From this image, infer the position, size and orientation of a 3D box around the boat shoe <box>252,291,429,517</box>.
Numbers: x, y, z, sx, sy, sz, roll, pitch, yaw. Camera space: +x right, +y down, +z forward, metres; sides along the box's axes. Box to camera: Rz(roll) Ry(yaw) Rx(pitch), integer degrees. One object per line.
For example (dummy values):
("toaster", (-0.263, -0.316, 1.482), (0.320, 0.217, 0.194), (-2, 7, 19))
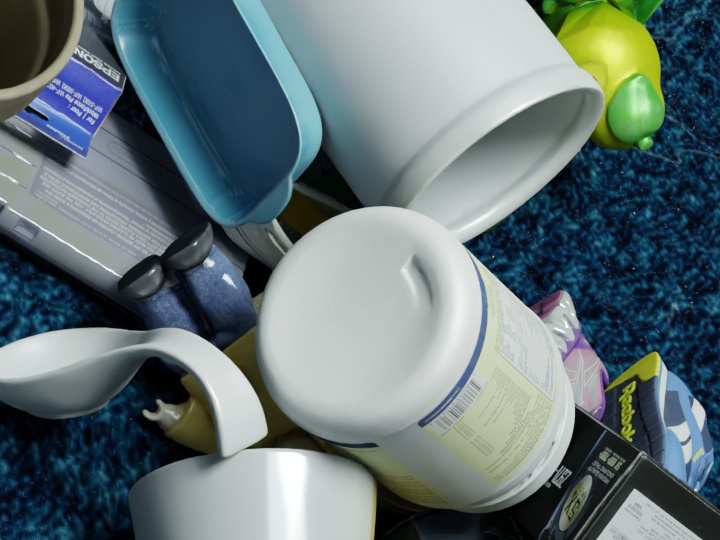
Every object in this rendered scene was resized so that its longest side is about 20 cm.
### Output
("boat shoe", (-0.001, 0.086, 1.611), (0.201, 0.063, 0.073), (46, 40, -17))

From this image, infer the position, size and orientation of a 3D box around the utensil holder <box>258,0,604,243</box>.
("utensil holder", (0.031, -0.136, 1.578), (0.169, 0.170, 0.200), (-19, 65, -45))

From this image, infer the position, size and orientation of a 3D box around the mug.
("mug", (-0.043, 0.203, 1.452), (0.186, 0.149, 0.154), (8, 63, -27))

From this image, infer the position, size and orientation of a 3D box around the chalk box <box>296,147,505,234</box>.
("chalk box", (0.030, -0.093, 1.733), (0.199, 0.124, 0.125), (-12, 68, -43))

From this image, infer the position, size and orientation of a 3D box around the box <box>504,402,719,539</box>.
("box", (0.202, 0.186, 1.560), (0.200, 0.086, 0.164), (37, 0, -15))

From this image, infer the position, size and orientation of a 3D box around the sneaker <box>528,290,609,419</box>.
("sneaker", (0.128, 0.096, 1.702), (0.089, 0.080, 0.200), (52, 31, -12))

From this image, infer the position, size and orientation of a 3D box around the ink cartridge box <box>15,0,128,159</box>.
("ink cartridge box", (-0.199, -0.161, 1.627), (0.099, 0.039, 0.200), (32, 31, -19))

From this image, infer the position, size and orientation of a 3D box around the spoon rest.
("spoon rest", (-0.143, 0.060, 1.456), (0.099, 0.199, 0.061), (-26, 119, -48))

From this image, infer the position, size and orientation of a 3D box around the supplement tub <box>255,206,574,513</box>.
("supplement tub", (0.039, 0.061, 1.495), (0.200, 0.144, 0.146), (41, 32, -56))

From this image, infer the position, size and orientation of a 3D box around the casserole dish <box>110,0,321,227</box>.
("casserole dish", (-0.088, -0.123, 1.561), (0.039, 0.121, 0.201), (-17, 71, -44))

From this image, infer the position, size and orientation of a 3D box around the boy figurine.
("boy figurine", (-0.077, 0.074, 1.544), (0.201, 0.124, 0.064), (59, 6, -11))

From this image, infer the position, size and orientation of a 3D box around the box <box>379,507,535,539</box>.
("box", (0.117, 0.241, 1.614), (0.157, 0.051, 0.201), (-11, 68, -42))

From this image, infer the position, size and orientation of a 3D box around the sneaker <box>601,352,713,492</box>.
("sneaker", (0.213, 0.141, 1.735), (0.082, 0.074, 0.200), (45, 32, -19))

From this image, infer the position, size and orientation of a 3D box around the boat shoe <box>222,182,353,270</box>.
("boat shoe", (0.002, -0.005, 1.641), (0.202, 0.086, 0.075), (39, 73, -34))

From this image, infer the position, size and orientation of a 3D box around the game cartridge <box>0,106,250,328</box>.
("game cartridge", (-0.164, -0.041, 1.608), (0.199, 0.038, 0.130), (33, 49, -16))

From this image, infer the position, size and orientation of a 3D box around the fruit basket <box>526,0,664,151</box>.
("fruit basket", (0.150, -0.177, 1.834), (0.155, 0.216, 0.217), (24, 48, -23))

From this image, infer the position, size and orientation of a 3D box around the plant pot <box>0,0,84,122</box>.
("plant pot", (-0.293, -0.142, 1.473), (0.199, 0.173, 0.201), (21, 49, -27))
